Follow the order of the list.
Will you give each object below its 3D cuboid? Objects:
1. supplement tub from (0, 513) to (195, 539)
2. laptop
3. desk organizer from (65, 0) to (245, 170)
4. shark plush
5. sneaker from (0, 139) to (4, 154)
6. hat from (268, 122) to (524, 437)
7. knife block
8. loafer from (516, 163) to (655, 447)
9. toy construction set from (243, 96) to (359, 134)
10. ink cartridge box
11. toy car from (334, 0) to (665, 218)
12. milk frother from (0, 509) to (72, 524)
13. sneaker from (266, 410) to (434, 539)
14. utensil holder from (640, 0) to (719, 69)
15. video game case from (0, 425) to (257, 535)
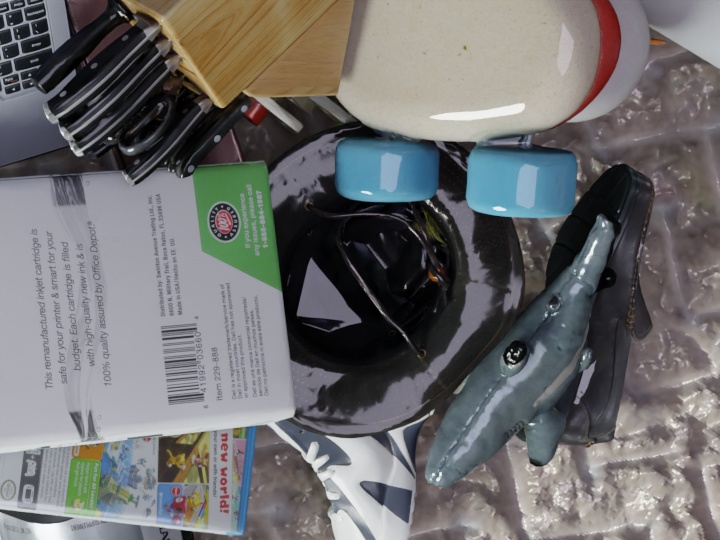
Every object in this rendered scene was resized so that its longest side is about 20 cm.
[{"bbox_3d":[-0.161,0.220,1.209,0.122,0.123,0.201,-14,103,-4],"label":"supplement tub"},{"bbox_3d":[-0.237,-0.095,1.040,0.187,0.116,0.200,-19,136,-17],"label":"laptop"},{"bbox_3d":[-0.129,-0.109,1.171,0.077,0.072,0.201,-20,104,-5],"label":"desk organizer"},{"bbox_3d":[0.115,0.058,1.169,0.200,0.083,0.091,-47,72,26],"label":"shark plush"},{"bbox_3d":[-0.279,-0.140,1.110,0.079,0.131,0.200,-26,103,9],"label":"sneaker"},{"bbox_3d":[0.000,0.000,1.166,0.200,0.081,0.201,-1,99,-4],"label":"hat"},{"bbox_3d":[-0.089,-0.148,0.985,0.175,0.064,0.201,-4,115,-37],"label":"knife block"},{"bbox_3d":[0.163,0.026,1.241,0.072,0.073,0.201,12,110,-18],"label":"loafer"},{"bbox_3d":[0.011,-0.152,1.167,0.200,0.092,0.131,-46,119,9],"label":"toy construction set"},{"bbox_3d":[-0.148,0.022,1.025,0.199,0.084,0.146,-4,83,-18],"label":"ink cartridge box"},{"bbox_3d":[0.093,-0.135,1.081,0.176,0.200,0.185,7,100,33],"label":"toy car"},{"bbox_3d":[-0.229,0.073,1.160,0.188,0.200,0.181,20,72,-14],"label":"milk frother"},{"bbox_3d":[-0.026,0.123,1.228,0.129,0.079,0.200,12,100,-8],"label":"sneaker"},{"bbox_3d":[0.227,-0.217,1.145,0.200,0.170,0.170,27,97,-9],"label":"utensil holder"},{"bbox_3d":[-0.157,0.072,1.069,0.199,0.018,0.144,9,79,-16],"label":"video game case"}]
